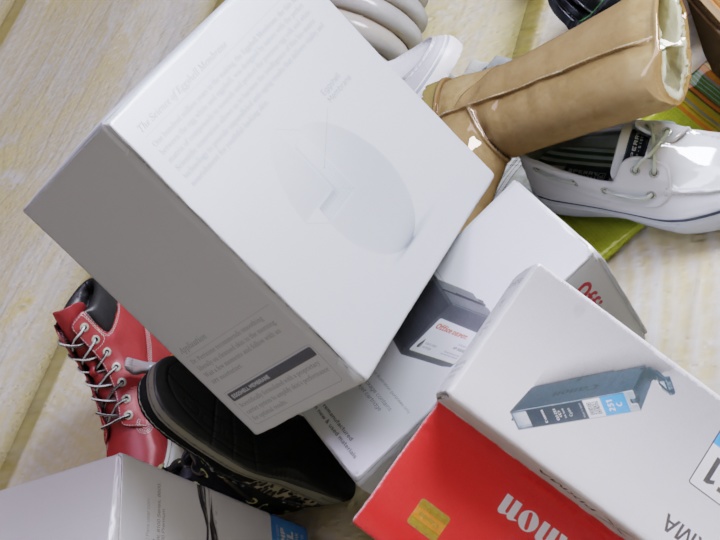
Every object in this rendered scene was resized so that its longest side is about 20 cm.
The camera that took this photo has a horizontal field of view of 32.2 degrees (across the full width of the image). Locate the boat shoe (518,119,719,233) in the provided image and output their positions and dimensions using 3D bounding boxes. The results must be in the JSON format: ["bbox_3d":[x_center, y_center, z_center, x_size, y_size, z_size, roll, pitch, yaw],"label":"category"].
[{"bbox_3d":[0.198,-0.071,0.878,0.199,0.067,0.074,-2,59,38],"label":"boat shoe"}]

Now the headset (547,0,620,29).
[{"bbox_3d":[0.192,-0.258,1.035,0.124,0.094,0.200,-63,10,9],"label":"headset"}]

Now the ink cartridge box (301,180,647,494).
[{"bbox_3d":[0.075,0.062,0.813,0.200,0.145,0.084,-44,55,1],"label":"ink cartridge box"}]

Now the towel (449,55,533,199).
[{"bbox_3d":[0.095,-0.095,1.040,0.200,0.035,0.192,-52,38,-10],"label":"towel"}]

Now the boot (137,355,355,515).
[{"bbox_3d":[-0.118,0.141,0.891,0.153,0.203,0.074,-27,50,28],"label":"boot"}]

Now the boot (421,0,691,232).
[{"bbox_3d":[0.127,-0.095,0.863,0.199,0.066,0.176,-16,59,36],"label":"boot"}]

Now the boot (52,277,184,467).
[{"bbox_3d":[-0.215,0.107,1.051,0.072,0.144,0.201,-23,44,23],"label":"boot"}]

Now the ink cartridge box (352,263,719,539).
[{"bbox_3d":[0.125,0.126,0.694,0.177,0.200,0.045,-54,0,-11],"label":"ink cartridge box"}]

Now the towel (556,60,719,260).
[{"bbox_3d":[0.230,-0.093,0.928,0.200,0.018,0.086,-42,37,4],"label":"towel"}]

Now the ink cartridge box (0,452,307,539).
[{"bbox_3d":[-0.148,0.204,0.846,0.144,0.200,0.085,-20,56,27],"label":"ink cartridge box"}]

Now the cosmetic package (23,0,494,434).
[{"bbox_3d":[-0.056,-0.048,0.763,0.123,0.200,0.200,-30,18,47],"label":"cosmetic package"}]

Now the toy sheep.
[{"bbox_3d":[0.000,-0.239,1.182,0.137,0.138,0.201,13,81,48],"label":"toy sheep"}]

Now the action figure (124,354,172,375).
[{"bbox_3d":[-0.094,0.058,1.023,0.193,0.105,0.201,-29,65,11],"label":"action figure"}]

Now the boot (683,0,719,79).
[{"bbox_3d":[0.312,-0.215,0.902,0.154,0.074,0.201,-21,34,12],"label":"boot"}]

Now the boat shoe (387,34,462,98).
[{"bbox_3d":[0.005,-0.151,1.110,0.200,0.068,0.072,-36,24,38],"label":"boat shoe"}]
